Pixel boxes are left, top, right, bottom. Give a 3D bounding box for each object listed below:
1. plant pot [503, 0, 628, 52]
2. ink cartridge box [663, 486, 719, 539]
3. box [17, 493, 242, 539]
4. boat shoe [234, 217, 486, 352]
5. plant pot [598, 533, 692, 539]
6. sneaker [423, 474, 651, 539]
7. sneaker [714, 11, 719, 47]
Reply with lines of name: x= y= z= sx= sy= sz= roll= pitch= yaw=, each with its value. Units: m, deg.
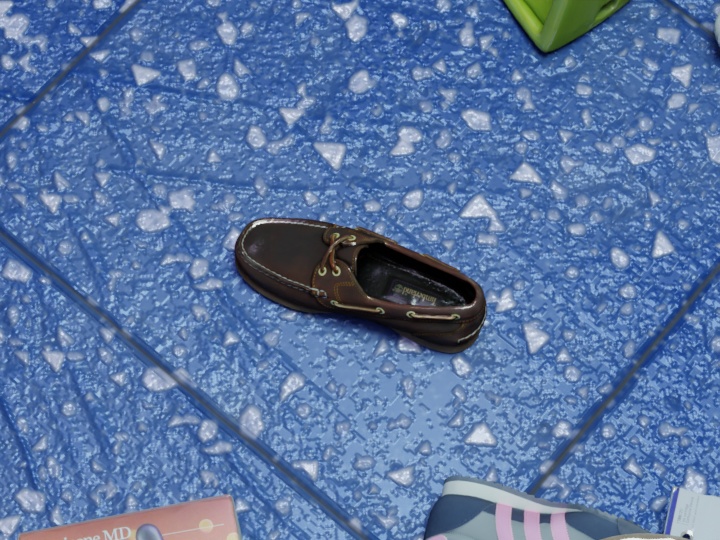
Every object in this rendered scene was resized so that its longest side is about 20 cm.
plant pot: x=0.185 y=-0.326 z=1.499 sx=0.181 sy=0.199 sz=0.201 roll=-25 pitch=69 yaw=-18
ink cartridge box: x=0.304 y=0.226 z=1.346 sx=0.198 sy=0.039 sz=0.100 roll=16 pitch=68 yaw=4
box: x=-0.140 y=0.272 z=1.284 sx=0.151 sy=0.106 sz=0.201 roll=-11 pitch=68 yaw=-5
boat shoe: x=0.000 y=0.000 z=1.422 sx=0.198 sy=0.070 sz=0.071 roll=16 pitch=69 yaw=7
plant pot: x=0.174 y=0.293 z=1.230 sx=0.198 sy=0.199 sz=0.202 roll=1 pitch=67 yaw=-1
sneaker: x=0.127 y=0.202 z=1.308 sx=0.199 sy=0.070 sz=0.082 roll=8 pitch=61 yaw=41
sneaker: x=0.335 y=-0.251 z=1.538 sx=0.080 sy=0.077 sz=0.200 roll=31 pitch=65 yaw=24
